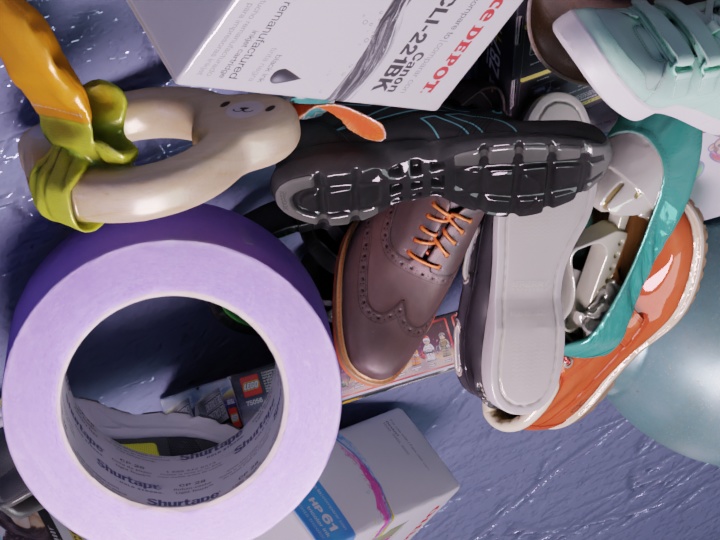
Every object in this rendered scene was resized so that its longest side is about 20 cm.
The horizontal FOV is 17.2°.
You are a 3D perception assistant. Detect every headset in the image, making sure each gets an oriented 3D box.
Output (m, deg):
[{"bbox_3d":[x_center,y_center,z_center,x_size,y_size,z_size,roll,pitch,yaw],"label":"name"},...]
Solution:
[{"bbox_3d":[0.000,0.000,1.530,0.200,0.094,0.124,-13,147,-13],"label":"headset"}]

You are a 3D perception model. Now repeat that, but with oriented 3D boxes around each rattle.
[{"bbox_3d":[-0.094,-0.111,1.294,0.200,0.130,0.143,-16,103,-9],"label":"rattle"}]

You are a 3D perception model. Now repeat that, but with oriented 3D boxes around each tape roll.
[{"bbox_3d":[-0.112,0.065,1.424,0.199,0.085,0.200,-2,108,-5],"label":"tape roll"}]

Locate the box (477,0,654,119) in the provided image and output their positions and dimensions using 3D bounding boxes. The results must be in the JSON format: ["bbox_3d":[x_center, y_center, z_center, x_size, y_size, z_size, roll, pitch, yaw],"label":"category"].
[{"bbox_3d":[0.170,-0.176,1.467,0.200,0.049,0.161,-23,147,-14],"label":"box"}]

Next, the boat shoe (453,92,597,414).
[{"bbox_3d":[0.098,-0.013,1.484,0.074,0.060,0.201,0,99,-31],"label":"boat shoe"}]

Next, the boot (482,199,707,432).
[{"bbox_3d":[0.157,0.033,1.618,0.200,0.075,0.107,-57,157,21],"label":"boot"}]

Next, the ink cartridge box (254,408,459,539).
[{"bbox_3d":[-0.038,0.191,1.739,0.145,0.085,0.200,-48,164,29],"label":"ink cartridge box"}]

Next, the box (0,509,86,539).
[{"bbox_3d":[-0.212,0.211,1.667,0.049,0.082,0.200,-40,149,13],"label":"box"}]

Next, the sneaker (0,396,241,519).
[{"bbox_3d":[-0.143,0.135,1.525,0.200,0.085,0.074,8,161,9],"label":"sneaker"}]

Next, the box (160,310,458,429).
[{"bbox_3d":[-0.019,0.072,1.612,0.200,0.040,0.137,-15,177,-25],"label":"box"}]

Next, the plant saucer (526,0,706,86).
[{"bbox_3d":[0.178,-0.190,1.379,0.200,0.032,0.200,-20,143,-16],"label":"plant saucer"}]

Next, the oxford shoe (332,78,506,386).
[{"bbox_3d":[0.036,-0.026,1.451,0.071,0.200,0.073,20,173,-16],"label":"oxford shoe"}]

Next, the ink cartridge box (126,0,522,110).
[{"bbox_3d":[-0.005,-0.169,1.282,0.200,0.084,0.144,1,138,-45],"label":"ink cartridge box"}]

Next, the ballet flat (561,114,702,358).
[{"bbox_3d":[0.161,-0.029,1.516,0.070,0.067,0.200,-13,127,-51],"label":"ballet flat"}]

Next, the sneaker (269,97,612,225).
[{"bbox_3d":[0.046,-0.079,1.391,0.199,0.079,0.075,-2,146,-2],"label":"sneaker"}]

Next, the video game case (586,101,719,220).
[{"bbox_3d":[0.185,-0.072,1.612,0.200,0.024,0.182,-16,151,2],"label":"video game case"}]

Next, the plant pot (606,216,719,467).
[{"bbox_3d":[0.236,0.040,1.732,0.134,0.201,0.200,11,136,-14],"label":"plant pot"}]

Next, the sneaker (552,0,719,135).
[{"bbox_3d":[0.195,-0.143,1.357,0.118,0.074,0.200,-42,155,26],"label":"sneaker"}]
